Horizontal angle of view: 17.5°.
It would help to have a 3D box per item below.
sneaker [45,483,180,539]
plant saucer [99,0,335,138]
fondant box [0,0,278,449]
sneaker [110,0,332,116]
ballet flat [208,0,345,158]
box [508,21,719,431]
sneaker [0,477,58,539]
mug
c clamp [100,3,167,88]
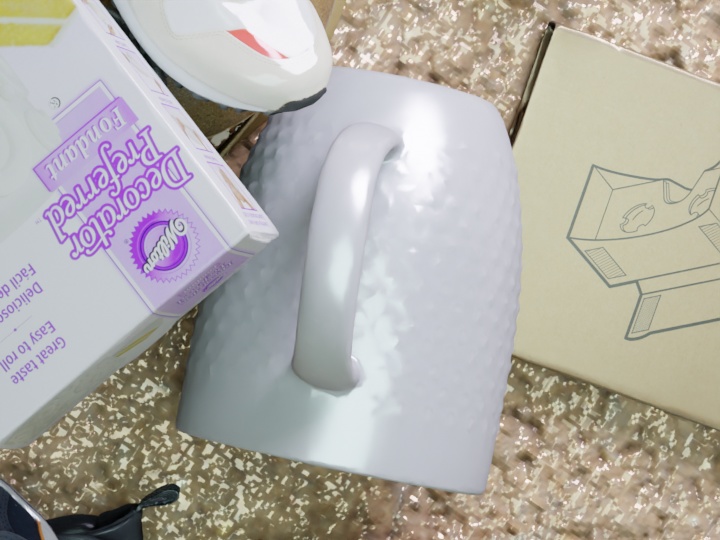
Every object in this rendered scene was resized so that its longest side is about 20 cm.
[{"bbox_3d":[-0.109,0.169,1.106,0.199,0.078,0.140,28,91,-11],"label":"sneaker"},{"bbox_3d":[-0.107,-0.153,1.061,0.199,0.035,0.201,1,73,-3],"label":"plant saucer"},{"bbox_3d":[-0.153,-0.047,0.978,0.144,0.058,0.200,-39,83,7],"label":"fondant box"},{"bbox_3d":[-0.074,-0.159,0.990,0.070,0.093,0.200,-26,74,-30],"label":"sneaker"},{"bbox_3d":[-0.065,-0.087,1.097,0.068,0.063,0.200,35,89,-11],"label":"ballet flat"},{"bbox_3d":[0.158,-0.015,1.160,0.199,0.021,0.164,19,92,-9],"label":"box"},{"bbox_3d":[-0.155,0.160,1.034,0.078,0.079,0.200,-40,89,0],"label":"sneaker"},{"bbox_3d":[0.000,0.000,1.048,0.147,0.200,0.176,11,87,8],"label":"mug"},{"bbox_3d":[-0.178,-0.035,1.024,0.199,0.027,0.172,-6,86,9],"label":"c clamp"}]
